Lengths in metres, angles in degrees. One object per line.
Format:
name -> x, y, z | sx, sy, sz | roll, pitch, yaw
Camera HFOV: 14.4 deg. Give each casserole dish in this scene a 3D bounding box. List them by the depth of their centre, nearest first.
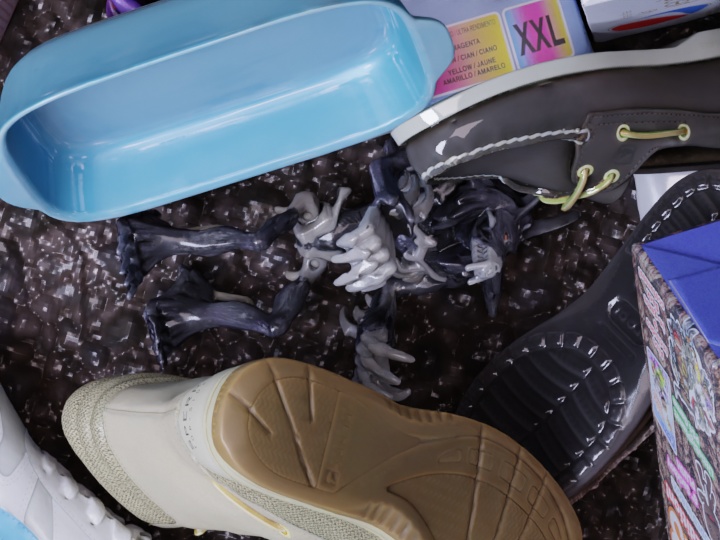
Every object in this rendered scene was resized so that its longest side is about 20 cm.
casserole dish -> -0.061, -0.078, 1.180 | 0.200, 0.121, 0.039 | -17, 66, 5

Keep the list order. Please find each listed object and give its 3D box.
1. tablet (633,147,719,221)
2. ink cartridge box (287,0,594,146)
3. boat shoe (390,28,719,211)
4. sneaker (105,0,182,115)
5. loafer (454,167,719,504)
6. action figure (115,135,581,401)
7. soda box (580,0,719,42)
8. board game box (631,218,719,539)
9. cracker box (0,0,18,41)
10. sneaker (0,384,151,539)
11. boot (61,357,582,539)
tablet -> 0.198, 0.011, 1.297 | 0.130, 0.014, 0.201 | -8, 88, 0
ink cartridge box -> 0.012, -0.166, 1.271 | 0.136, 0.076, 0.200 | -17, 87, 0
boat shoe -> 0.102, -0.059, 1.219 | 0.201, 0.072, 0.061 | -14, 84, -37
sneaker -> -0.085, -0.112, 1.223 | 0.083, 0.200, 0.081 | -13, 65, -38
loafer -> 0.120, 0.043, 1.261 | 0.200, 0.071, 0.073 | -45, 62, 19
action figure -> 0.000, 0.000, 1.248 | 0.199, 0.102, 0.119 | -11, 132, 4
soda box -> 0.118, -0.142, 1.206 | 0.064, 0.200, 0.068 | -14, 89, 7
board game box -> 0.213, 0.072, 1.198 | 0.159, 0.097, 0.200 | -16, 123, -8
cracker box -> -0.198, -0.192, 1.279 | 0.134, 0.058, 0.200 | 23, 89, 1
sneaker -> -0.132, 0.125, 1.268 | 0.081, 0.077, 0.200 | -23, 97, -4
boot -> -0.017, 0.094, 1.233 | 0.200, 0.155, 0.073 | 25, 73, -31
